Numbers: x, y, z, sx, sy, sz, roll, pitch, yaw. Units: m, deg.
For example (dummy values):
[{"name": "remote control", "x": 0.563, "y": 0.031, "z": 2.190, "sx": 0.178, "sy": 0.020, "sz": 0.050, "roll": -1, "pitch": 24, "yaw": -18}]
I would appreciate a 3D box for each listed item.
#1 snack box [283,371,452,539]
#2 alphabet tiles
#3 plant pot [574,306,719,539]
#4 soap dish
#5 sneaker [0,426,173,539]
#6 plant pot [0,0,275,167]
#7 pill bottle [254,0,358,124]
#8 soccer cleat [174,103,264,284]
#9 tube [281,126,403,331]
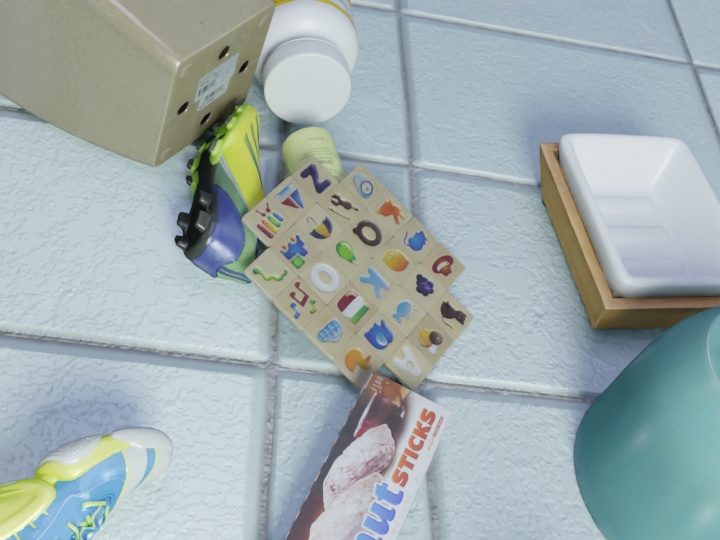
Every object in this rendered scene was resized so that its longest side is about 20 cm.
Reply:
[{"name": "snack box", "x": -0.002, "y": 0.168, "z": 0.710, "sx": 0.071, "sy": 0.024, "sz": 0.201, "roll": 25, "pitch": 53, "yaw": 6}, {"name": "alphabet tiles", "x": 0.000, "y": 0.000, "z": 0.832, "sx": 0.200, "sy": 0.006, "sz": 0.166, "roll": 44, "pitch": 53, "yaw": 1}, {"name": "plant pot", "x": 0.282, "y": 0.122, "z": 0.743, "sx": 0.196, "sy": 0.162, "sz": 0.203, "roll": 7, "pitch": 49, "yaw": -8}, {"name": "soap dish", "x": 0.260, "y": -0.035, "z": 0.923, "sx": 0.154, "sy": 0.082, "sz": 0.203, "roll": 0, "pitch": 51, "yaw": -15}, {"name": "sneaker", "x": -0.202, "y": 0.179, "z": 0.632, "sx": 0.197, "sy": 0.076, "sz": 0.106, "roll": -20, "pitch": 70, "yaw": -20}, {"name": "plant pot", "x": -0.194, "y": -0.218, "z": 0.890, "sx": 0.177, "sy": 0.201, "sz": 0.200, "roll": 41, "pitch": 51, "yaw": 7}, {"name": "pill bottle", "x": -0.061, "y": -0.247, "z": 0.992, "sx": 0.110, "sy": 0.113, "sz": 0.203, "roll": 3, "pitch": 50, "yaw": -13}, {"name": "soccer cleat", "x": -0.110, "y": -0.069, "z": 0.876, "sx": 0.083, "sy": 0.064, "sz": 0.202, "roll": 34, "pitch": 38, "yaw": -26}, {"name": "tube", "x": -0.022, "y": -0.036, "z": 0.870, "sx": 0.057, "sy": 0.052, "sz": 0.203, "roll": -23, "pitch": 59, "yaw": 11}]
